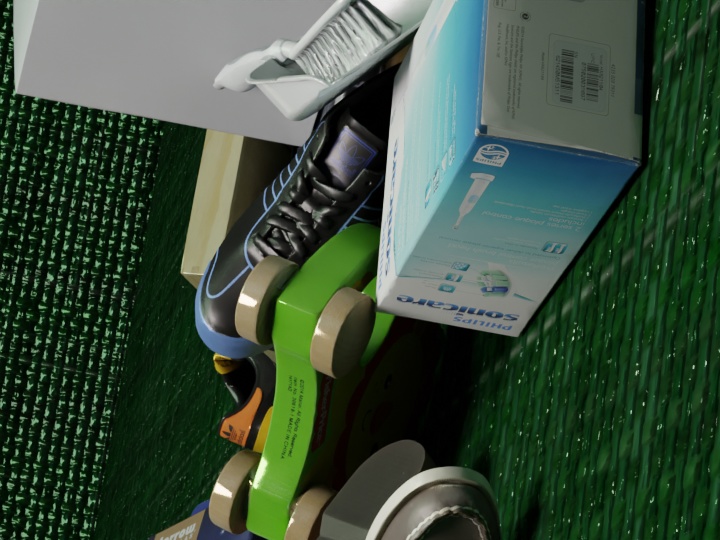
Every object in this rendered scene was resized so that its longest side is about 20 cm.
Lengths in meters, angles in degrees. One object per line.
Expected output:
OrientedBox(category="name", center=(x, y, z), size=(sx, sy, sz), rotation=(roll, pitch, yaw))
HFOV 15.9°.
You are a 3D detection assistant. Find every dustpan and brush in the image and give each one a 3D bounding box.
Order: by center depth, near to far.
OrientedBox(category="dustpan and brush", center=(-0.027, -0.122, 1.455), size=(0.139, 0.057, 0.200), rotation=(-37, 1, -32))

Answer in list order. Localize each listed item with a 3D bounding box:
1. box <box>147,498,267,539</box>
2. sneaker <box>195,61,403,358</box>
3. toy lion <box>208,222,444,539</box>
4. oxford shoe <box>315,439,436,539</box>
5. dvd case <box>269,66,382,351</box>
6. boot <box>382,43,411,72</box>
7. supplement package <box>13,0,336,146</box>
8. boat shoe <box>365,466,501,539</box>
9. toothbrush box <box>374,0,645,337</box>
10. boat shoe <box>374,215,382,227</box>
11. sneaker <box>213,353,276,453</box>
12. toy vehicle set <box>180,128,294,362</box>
OrientedBox(category="box", center=(-0.093, 0.200, 1.496), size=(0.121, 0.032, 0.201), rotation=(-30, 37, 43))
OrientedBox(category="sneaker", center=(-0.023, -0.040, 1.442), size=(0.200, 0.070, 0.078), rotation=(-50, -13, -12))
OrientedBox(category="toy lion", center=(-0.004, 0.061, 1.449), size=(0.192, 0.068, 0.201), rotation=(-39, -35, -52))
OrientedBox(category="oxford shoe", center=(-0.016, 0.186, 1.357), size=(0.200, 0.071, 0.071), rotation=(-45, 29, -10))
OrientedBox(category="dvd case", center=(-0.026, -0.043, 1.588), size=(0.200, 0.025, 0.152), rotation=(131, 150, -71))
OrientedBox(category="boot", center=(0.049, -0.141, 1.595), size=(0.144, 0.070, 0.203), rotation=(113, 169, -74))
OrientedBox(category="supplement package", center=(-0.110, -0.204, 1.595), size=(0.201, 0.190, 0.148), rotation=(-100, 25, -53))
OrientedBox(category="boat shoe", center=(0.031, 0.184, 1.293), size=(0.060, 0.071, 0.201), rotation=(-99, 18, -48))
OrientedBox(category="toothbrush box", center=(0.073, -0.076, 1.298), size=(0.200, 0.085, 0.148), rotation=(120, 158, -60))
OrientedBox(category="boat shoe", center=(0.001, 0.000, 1.656), size=(0.072, 0.070, 0.202), rotation=(-83, 13, -56))
OrientedBox(category="sneaker", center=(-0.062, 0.053, 1.894), size=(0.201, 0.089, 0.070), rotation=(-89, 15, -45))
OrientedBox(category="toy vehicle set", center=(-0.061, -0.023, 1.703), size=(0.200, 0.026, 0.125), rotation=(49, -132, -63))
